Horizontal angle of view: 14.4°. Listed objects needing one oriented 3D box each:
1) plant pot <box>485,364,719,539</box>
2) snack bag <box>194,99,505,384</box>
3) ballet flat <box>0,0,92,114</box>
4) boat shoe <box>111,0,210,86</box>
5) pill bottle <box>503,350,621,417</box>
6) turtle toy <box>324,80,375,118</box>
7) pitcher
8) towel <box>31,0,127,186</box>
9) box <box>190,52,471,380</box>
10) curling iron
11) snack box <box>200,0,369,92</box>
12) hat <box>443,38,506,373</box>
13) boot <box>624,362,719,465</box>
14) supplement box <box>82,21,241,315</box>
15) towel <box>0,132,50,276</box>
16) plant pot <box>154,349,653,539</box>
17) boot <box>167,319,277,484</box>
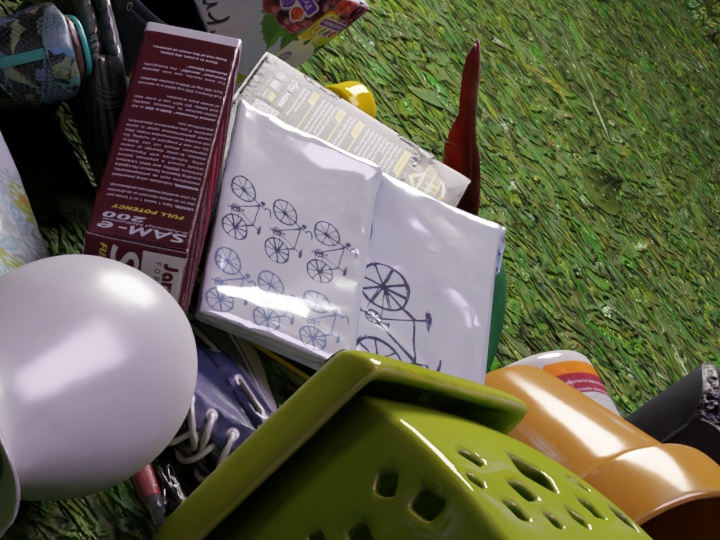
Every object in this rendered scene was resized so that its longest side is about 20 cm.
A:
[{"bbox_3d":[0.129,0.164,1.840,0.200,0.200,0.183,27,15,-51],"label":"plant pot"},{"bbox_3d":[0.000,0.000,1.724,0.200,0.021,0.189,26,43,-16],"label":"snack bag"},{"bbox_3d":[-0.207,-0.126,1.711,0.074,0.074,0.200,51,-10,-5],"label":"ballet flat"},{"bbox_3d":[-0.135,-0.179,1.837,0.075,0.062,0.200,15,33,-26],"label":"boat shoe"},{"bbox_3d":[0.153,0.164,1.986,0.110,0.110,0.200,21,37,-56],"label":"pill bottle"},{"bbox_3d":[-0.029,-0.029,1.913,0.146,0.101,0.200,-23,74,-43],"label":"turtle toy"},{"bbox_3d":[-0.184,0.047,1.432,0.172,0.121,0.200,41,28,13],"label":"pitcher"},{"bbox_3d":[-0.178,-0.163,1.750,0.193,0.035,0.200,94,-19,-65],"label":"towel"},{"bbox_3d":[-0.037,-0.032,1.786,0.160,0.049,0.200,33,41,-2],"label":"box"},{"bbox_3d":[-0.140,0.075,1.603,0.200,0.026,0.050,58,-2,31],"label":"curling iron"},{"bbox_3d":[-0.106,-0.224,2.023,0.200,0.142,0.053,58,19,17],"label":"snack box"},{"bbox_3d":[0.096,-0.013,2.058,0.200,0.176,0.166,37,25,-38],"label":"hat"},{"bbox_3d":[0.200,0.118,2.086,0.076,0.168,0.200,31,28,-46],"label":"boot"},{"bbox_3d":[-0.116,-0.038,1.623,0.061,0.109,0.200,11,40,-1],"label":"supplement box"},{"bbox_3d":[-0.242,-0.053,1.553,0.171,0.048,0.200,27,32,-50],"label":"towel"},{"bbox_3d":[0.022,0.160,1.463,0.182,0.199,0.200,54,18,26],"label":"plant pot"},{"bbox_3d":[-0.081,0.105,1.630,0.090,0.073,0.200,19,29,-46],"label":"boot"}]
